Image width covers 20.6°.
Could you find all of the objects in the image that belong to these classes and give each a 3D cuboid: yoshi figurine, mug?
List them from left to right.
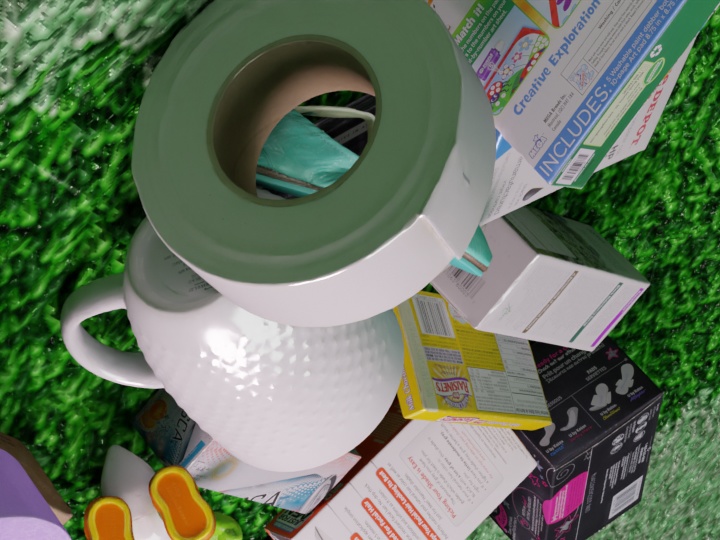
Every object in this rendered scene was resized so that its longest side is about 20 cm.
[{"bbox_3d":[-0.149,0.198,1.386,0.112,0.112,0.200,-65,-175,-13],"label":"yoshi figurine"},{"bbox_3d":[-0.094,0.031,1.261,0.200,0.148,0.175,-11,149,18],"label":"mug"}]

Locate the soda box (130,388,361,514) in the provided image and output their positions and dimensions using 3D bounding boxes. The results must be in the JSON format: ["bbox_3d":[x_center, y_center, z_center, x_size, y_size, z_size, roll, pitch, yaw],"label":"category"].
[{"bbox_3d":[-0.082,0.126,1.478,0.068,0.064,0.200,-47,150,10],"label":"soda box"}]

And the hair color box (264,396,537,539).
[{"bbox_3d":[0.034,0.182,1.610,0.200,0.064,0.111,-43,109,-17],"label":"hair color box"}]

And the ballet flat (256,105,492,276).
[{"bbox_3d":[0.011,-0.060,1.263,0.200,0.067,0.071,22,86,-24],"label":"ballet flat"}]

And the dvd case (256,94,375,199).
[{"bbox_3d":[-0.022,-0.038,1.375,0.149,0.016,0.200,-30,150,-19],"label":"dvd case"}]

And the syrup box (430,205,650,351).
[{"bbox_3d":[0.139,0.004,1.563,0.081,0.079,0.200,-51,150,16],"label":"syrup box"}]

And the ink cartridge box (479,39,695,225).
[{"bbox_3d":[0.129,-0.128,1.346,0.200,0.084,0.145,-25,148,-38],"label":"ink cartridge box"}]

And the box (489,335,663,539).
[{"bbox_3d":[0.181,0.155,1.786,0.132,0.115,0.200,-32,151,-19],"label":"box"}]

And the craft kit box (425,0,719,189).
[{"bbox_3d":[0.113,-0.185,1.151,0.048,0.198,0.200,1,131,-55],"label":"craft kit box"}]

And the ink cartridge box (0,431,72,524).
[{"bbox_3d":[-0.301,0.162,1.246,0.165,0.075,0.200,-41,152,2],"label":"ink cartridge box"}]

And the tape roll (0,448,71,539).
[{"bbox_3d":[-0.271,0.195,1.184,0.200,0.066,0.200,-30,150,-20],"label":"tape roll"}]

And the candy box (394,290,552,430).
[{"bbox_3d":[0.083,0.072,1.569,0.026,0.102,0.200,-22,161,30],"label":"candy box"}]

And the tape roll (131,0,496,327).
[{"bbox_3d":[-0.026,-0.072,1.131,0.202,0.202,0.071,-42,151,0],"label":"tape roll"}]

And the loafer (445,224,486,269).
[{"bbox_3d":[0.000,0.000,1.381,0.200,0.072,0.063,-42,136,-13],"label":"loafer"}]
